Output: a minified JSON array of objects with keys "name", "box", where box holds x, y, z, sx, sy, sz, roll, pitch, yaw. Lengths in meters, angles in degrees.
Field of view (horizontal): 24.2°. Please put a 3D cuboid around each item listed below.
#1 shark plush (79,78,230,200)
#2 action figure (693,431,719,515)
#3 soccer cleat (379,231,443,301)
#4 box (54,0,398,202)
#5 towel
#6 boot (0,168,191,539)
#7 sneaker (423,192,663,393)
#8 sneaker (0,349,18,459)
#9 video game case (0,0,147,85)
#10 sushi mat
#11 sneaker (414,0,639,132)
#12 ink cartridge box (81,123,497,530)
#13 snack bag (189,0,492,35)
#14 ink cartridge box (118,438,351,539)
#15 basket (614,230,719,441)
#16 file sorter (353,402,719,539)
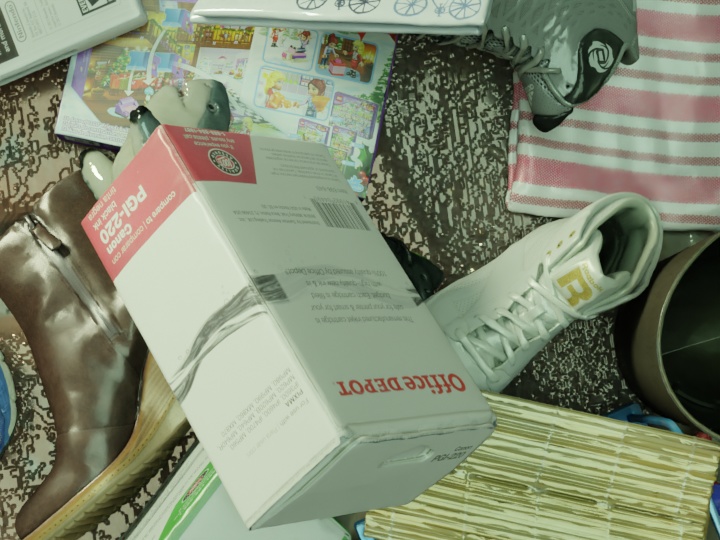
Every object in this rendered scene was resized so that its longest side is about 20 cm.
[{"name":"shark plush","box":[-0.094,-0.018,0.988,0.083,0.091,0.201,-6,67,-34]},{"name":"action figure","box":[0.247,0.153,0.994,0.065,0.200,0.052,15,111,-13]},{"name":"soccer cleat","box":[0.000,0.000,1.045,0.081,0.067,0.200,-39,107,-21]},{"name":"box","box":[-0.080,-0.130,1.060,0.199,0.039,0.138,12,87,-5]},{"name":"towel","box":[0.172,-0.129,1.089,0.145,0.030,0.201,5,87,-5]},{"name":"boot","box":[-0.179,0.056,1.039,0.166,0.072,0.200,43,85,10]},{"name":"sneaker","box":[0.097,0.020,0.997,0.200,0.116,0.074,-43,96,-29]},{"name":"sneaker","box":[-0.284,0.042,0.997,0.078,0.089,0.200,-39,87,24]},{"name":"video game case","box":[-0.249,-0.209,1.035,0.181,0.023,0.201,-22,84,3]},{"name":"sushi mat","box":[0.103,0.124,0.958,0.199,0.012,0.096,12,82,-1]},{"name":"sneaker","box":[0.086,-0.139,1.029,0.199,0.075,0.116,-10,93,-13]},{"name":"ink cartridge box","box":[-0.036,0.028,0.893,0.085,0.145,0.200,-46,64,27]},{"name":"snack bag","box":[0.013,-0.216,0.999,0.188,0.021,0.201,6,54,24]},{"name":"ink cartridge box","box":[-0.090,0.171,0.964,0.083,0.200,0.147,38,85,-6]},{"name":"basket","box":[0.230,0.037,0.999,0.179,0.200,0.137,-17,88,-9]},{"name":"file sorter","box":[0.119,0.185,1.022,0.199,0.123,0.139,-22,90,-7]}]
